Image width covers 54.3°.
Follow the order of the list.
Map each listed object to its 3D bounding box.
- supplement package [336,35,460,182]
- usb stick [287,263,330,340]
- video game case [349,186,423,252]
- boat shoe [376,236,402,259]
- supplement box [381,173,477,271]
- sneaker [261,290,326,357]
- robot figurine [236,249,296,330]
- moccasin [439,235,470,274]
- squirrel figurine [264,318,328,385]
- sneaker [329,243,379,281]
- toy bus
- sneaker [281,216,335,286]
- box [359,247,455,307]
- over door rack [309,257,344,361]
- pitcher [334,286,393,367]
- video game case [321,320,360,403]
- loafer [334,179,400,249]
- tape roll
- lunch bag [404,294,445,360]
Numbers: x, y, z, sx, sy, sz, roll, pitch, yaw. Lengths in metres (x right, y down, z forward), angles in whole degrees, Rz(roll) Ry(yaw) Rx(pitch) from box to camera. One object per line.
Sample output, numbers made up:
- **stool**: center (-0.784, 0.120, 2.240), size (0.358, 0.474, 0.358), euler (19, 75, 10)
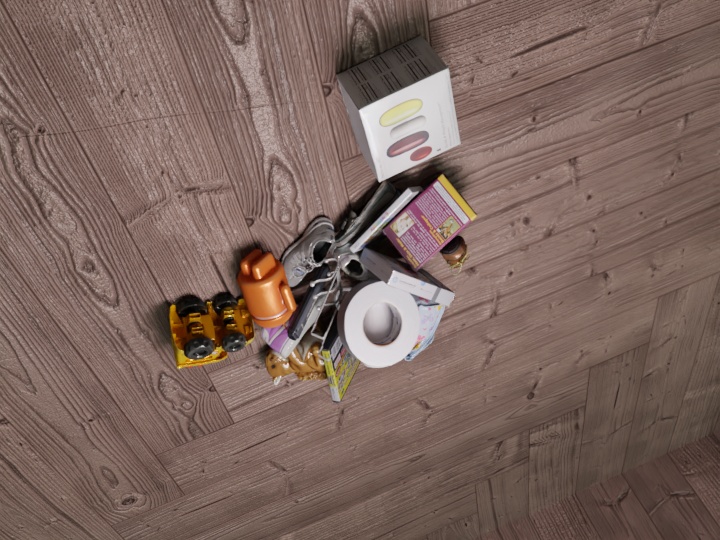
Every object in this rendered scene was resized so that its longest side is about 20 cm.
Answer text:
- **supplement package**: center (0.082, -0.333, 1.458), size (0.196, 0.149, 0.193), euler (-25, 137, -3)
- **usb stick**: center (-0.127, 0.076, 1.736), size (0.032, 0.203, 0.056), euler (23, 160, 8)
- **video game case**: center (0.065, -0.123, 1.677), size (0.200, 0.018, 0.143), euler (-45, 175, 18)
- **boat shoe**: center (0.138, -0.072, 1.780), size (0.196, 0.075, 0.076), euler (-26, 137, -2)
- **supplement box**: center (0.168, -0.114, 1.686), size (0.199, 0.132, 0.103), euler (-41, 176, 11)
- **sneaker**: center (-0.176, 0.109, 1.801), size (0.202, 0.113, 0.073), euler (-51, 165, -20)
- **robot figurine**: center (-0.225, 0.051, 1.680), size (0.140, 0.118, 0.204), euler (-11, 123, 5)
- **moccasin**: center (0.241, -0.038, 1.782), size (0.073, 0.078, 0.201), euler (-38, 178, -4)
- **squirrel figurine**: center (-0.156, 0.247, 1.896), size (0.184, 0.143, 0.201), euler (-28, 134, 11)
- **sneaker**: center (0.000, 0.000, 1.764), size (0.075, 0.101, 0.198), euler (-44, 135, 16)
- **toy bus**: center (-0.373, 0.171, 1.733), size (0.195, 0.138, 0.194), euler (-6, 146, -23)
- **sneaker**: center (-0.129, -0.031, 1.684), size (0.073, 0.083, 0.202), euler (16, 122, -35)
- **box**: center (0.111, 0.015, 1.687), size (0.196, 0.156, 0.042), euler (19, 102, -32)
- **over door rack**: center (-0.089, 0.091, 1.677), size (0.065, 0.205, 0.149), euler (7, 154, 8)
- **pitcher**: center (0.017, 0.137, 1.798), size (0.167, 0.121, 0.206), euler (-1, 100, 18)
- **video game case**: center (-0.043, 0.214, 1.867), size (0.025, 0.201, 0.184), euler (5, 127, 21)
- **loafer**: center (0.003, -0.138, 1.672), size (0.199, 0.072, 0.063), euler (-41, 116, 5)
- **tape roll**: center (0.044, 0.125, 1.696), size (0.195, 0.066, 0.207), euler (-1, 93, -17)
- **lunch bag**: center (0.126, 0.112, 1.877), size (0.124, 0.171, 0.203), euler (-3, 130, -28)
